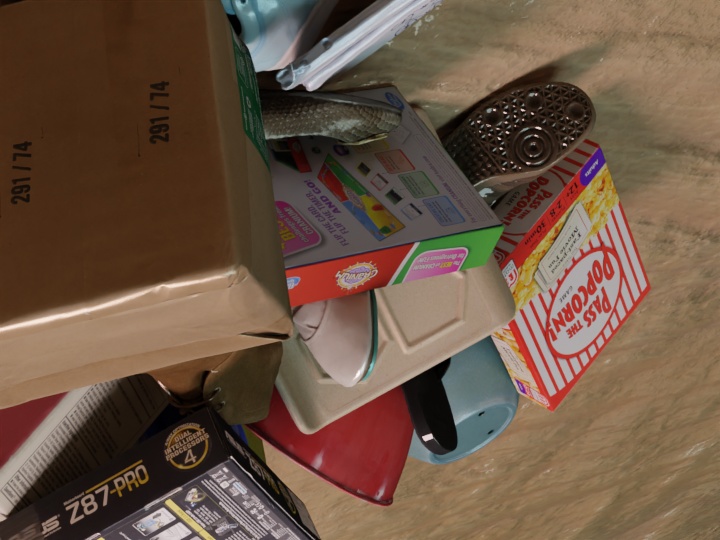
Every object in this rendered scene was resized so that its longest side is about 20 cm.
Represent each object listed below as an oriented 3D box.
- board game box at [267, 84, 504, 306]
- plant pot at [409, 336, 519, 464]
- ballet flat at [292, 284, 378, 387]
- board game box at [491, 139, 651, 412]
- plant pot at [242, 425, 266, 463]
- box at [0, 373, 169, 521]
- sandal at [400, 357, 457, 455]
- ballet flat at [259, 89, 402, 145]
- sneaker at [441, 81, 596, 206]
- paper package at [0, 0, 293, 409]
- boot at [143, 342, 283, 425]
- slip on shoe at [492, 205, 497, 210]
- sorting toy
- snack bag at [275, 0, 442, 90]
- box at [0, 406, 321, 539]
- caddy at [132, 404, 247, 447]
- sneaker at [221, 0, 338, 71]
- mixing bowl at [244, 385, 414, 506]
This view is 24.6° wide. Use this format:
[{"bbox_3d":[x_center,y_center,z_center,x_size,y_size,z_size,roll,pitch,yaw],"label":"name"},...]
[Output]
[{"bbox_3d":[-0.023,-0.053,1.124,0.199,0.153,0.041,-11,141,-34],"label":"board game box"},{"bbox_3d":[0.069,0.094,1.502,0.199,0.135,0.201,-24,153,-14],"label":"plant pot"},{"bbox_3d":[-0.031,-0.005,1.145,0.069,0.201,0.070,-3,138,-3],"label":"ballet flat"},{"bbox_3d":[0.167,0.003,1.407,0.152,0.046,0.201,-49,140,-16],"label":"board game box"},{"bbox_3d":[-0.146,0.228,1.398,0.185,0.201,0.188,-18,155,-9],"label":"plant pot"},{"bbox_3d":[-0.203,0.065,1.110,0.200,0.109,0.128,-50,158,-18],"label":"box"},{"bbox_3d":[0.051,0.052,1.330,0.045,0.201,0.075,-31,148,22],"label":"sandal"},{"bbox_3d":[-0.060,-0.096,1.091,0.198,0.067,0.047,-2,99,-34],"label":"ballet flat"},{"bbox_3d":[0.094,-0.085,1.319,0.199,0.071,0.076,-29,173,2],"label":"sneaker"},{"bbox_3d":[-0.146,-0.046,0.910,0.189,0.202,0.104,-13,154,6],"label":"paper package"},{"bbox_3d":[-0.100,0.065,1.056,0.073,0.076,0.200,2,178,22],"label":"boot"},{"bbox_3d":[0.136,-0.025,1.439,0.198,0.061,0.075,-18,135,-26],"label":"slip on shoe"},{"bbox_3d":[0.000,0.000,1.260,0.199,0.186,0.036,-29,-165,-9],"label":"sorting toy"},{"bbox_3d":[0.034,-0.169,1.034,0.188,0.021,0.200,-35,-176,5],"label":"snack bag"},{"bbox_3d":[-0.128,0.181,1.114,0.160,0.049,0.200,-31,149,2],"label":"box"},{"bbox_3d":[-0.167,0.118,1.233,0.141,0.201,0.105,-31,171,2],"label":"caddy"},{"bbox_3d":[-0.051,-0.182,0.963,0.081,0.074,0.201,-19,151,-34],"label":"sneaker"},{"bbox_3d":[-0.026,0.092,1.364,0.109,0.200,0.200,-56,150,5],"label":"mixing bowl"}]
